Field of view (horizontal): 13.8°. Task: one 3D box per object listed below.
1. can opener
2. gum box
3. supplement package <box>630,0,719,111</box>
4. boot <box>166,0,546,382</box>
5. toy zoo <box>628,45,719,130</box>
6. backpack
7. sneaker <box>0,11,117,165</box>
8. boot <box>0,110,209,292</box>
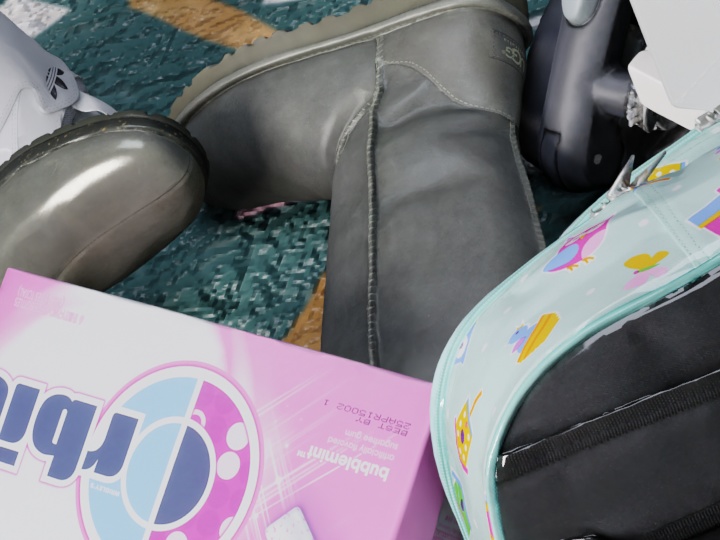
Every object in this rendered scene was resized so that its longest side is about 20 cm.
[{"bbox_3d":[0.101,-0.124,1.085,0.079,0.200,0.063,24,18,34],"label":"can opener"},{"bbox_3d":[-0.044,0.079,0.972,0.200,0.066,0.114,14,82,36],"label":"gum box"},{"bbox_3d":[0.174,-0.156,0.978,0.114,0.110,0.200,8,51,34],"label":"supplement package"},{"bbox_3d":[-0.002,0.000,1.082,0.182,0.073,0.200,-27,51,34],"label":"boot"},{"bbox_3d":[0.182,-0.094,1.009,0.131,0.020,0.200,19,57,41],"label":"toy zoo"},{"bbox_3d":[0.121,0.046,0.886,0.200,0.176,0.153,-32,23,-9],"label":"backpack"},{"bbox_3d":[-0.181,-0.037,1.202,0.200,0.115,0.075,-39,25,40],"label":"sneaker"},{"bbox_3d":[-0.134,0.036,1.091,0.200,0.068,0.131,-31,39,22],"label":"boot"}]
